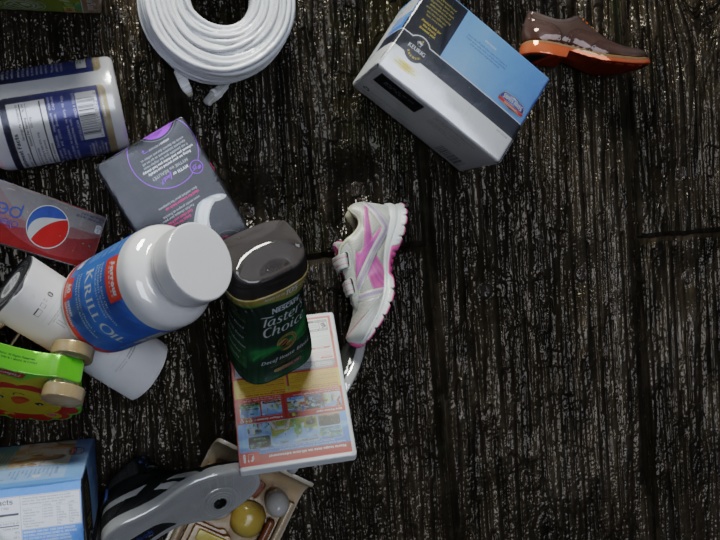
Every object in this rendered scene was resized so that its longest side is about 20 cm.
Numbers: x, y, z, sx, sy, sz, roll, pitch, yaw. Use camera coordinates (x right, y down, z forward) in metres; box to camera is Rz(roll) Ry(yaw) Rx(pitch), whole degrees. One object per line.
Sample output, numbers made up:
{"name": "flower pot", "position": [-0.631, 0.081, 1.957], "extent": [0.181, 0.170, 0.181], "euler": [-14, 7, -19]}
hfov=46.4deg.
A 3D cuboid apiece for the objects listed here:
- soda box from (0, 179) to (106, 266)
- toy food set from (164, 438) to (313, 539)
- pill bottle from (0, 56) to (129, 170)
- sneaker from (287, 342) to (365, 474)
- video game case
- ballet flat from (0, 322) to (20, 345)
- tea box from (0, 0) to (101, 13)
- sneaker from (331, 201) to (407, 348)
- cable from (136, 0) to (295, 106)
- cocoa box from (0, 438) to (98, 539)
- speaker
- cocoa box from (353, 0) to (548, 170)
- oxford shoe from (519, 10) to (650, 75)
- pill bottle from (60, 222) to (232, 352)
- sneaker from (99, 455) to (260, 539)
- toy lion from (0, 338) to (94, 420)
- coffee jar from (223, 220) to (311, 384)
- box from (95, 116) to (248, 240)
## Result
{"name": "soda box", "position": [-0.402, -0.063, 0.966], "extent": [0.198, 0.063, 0.071], "euler": [21, 86, -38]}
{"name": "toy food set", "position": [-0.164, 0.336, 1.081], "extent": [0.142, 0.060, 0.202], "euler": [28, 84, -15]}
{"name": "pill bottle", "position": [-0.379, -0.179, 0.979], "extent": [0.197, 0.111, 0.113], "euler": [-12, 95, -14]}
{"name": "sneaker", "position": [-0.073, 0.153, 1.096], "extent": [0.098, 0.071, 0.202], "euler": [33, 75, -2]}
{"name": "video game case", "position": [-0.089, 0.149, 1.049], "extent": [0.140, 0.018, 0.203], "euler": [-6, 56, -8]}
{"name": "ballet flat", "position": [-0.456, 0.087, 0.990], "extent": [0.199, 0.069, 0.063], "euler": [-41, 106, -10]}
{"name": "tea box", "position": [-0.388, -0.380, 0.924], "extent": [0.193, 0.200, 0.136], "euler": [-3, 92, -14]}
{"name": "sneaker", "position": [0.000, 0.000, 1.105], "extent": [0.087, 0.081, 0.203], "euler": [13, 73, -9]}
{"name": "cable", "position": [-0.180, -0.338, 1.050], "extent": [0.199, 0.069, 0.201], "euler": [-38, 101, -11]}
{"name": "cocoa box", "position": [-0.369, 0.279, 0.950], "extent": [0.131, 0.200, 0.134], "euler": [-3, 92, -14]}
{"name": "speaker", "position": [-0.327, 0.071, 0.990], "extent": [0.199, 0.081, 0.082], "euler": [39, 81, -30]}
{"name": "cocoa box", "position": [0.115, -0.246, 1.093], "extent": [0.199, 0.133, 0.132], "euler": [35, 82, -13]}
{"name": "oxford shoe", "position": [0.322, -0.324, 1.190], "extent": [0.196, 0.071, 0.074], "euler": [6, 85, -15]}
{"name": "pill bottle", "position": [-0.230, 0.016, 0.906], "extent": [0.111, 0.198, 0.114], "euler": [21, 59, -40]}
{"name": "sneaker", "position": [-0.229, 0.258, 1.033], "extent": [0.197, 0.112, 0.074], "euler": [-21, 125, -12]}
{"name": "toy lion", "position": [-0.400, 0.122, 0.940], "extent": [0.198, 0.191, 0.070], "euler": [22, 56, -33]}
{"name": "coffee jar", "position": [-0.111, 0.038, 0.986], "extent": [0.103, 0.086, 0.202], "euler": [-25, 142, -22]}
{"name": "box", "position": [-0.219, -0.067, 1.029], "extent": [0.121, 0.106, 0.202], "euler": [-32, 100, -11]}
